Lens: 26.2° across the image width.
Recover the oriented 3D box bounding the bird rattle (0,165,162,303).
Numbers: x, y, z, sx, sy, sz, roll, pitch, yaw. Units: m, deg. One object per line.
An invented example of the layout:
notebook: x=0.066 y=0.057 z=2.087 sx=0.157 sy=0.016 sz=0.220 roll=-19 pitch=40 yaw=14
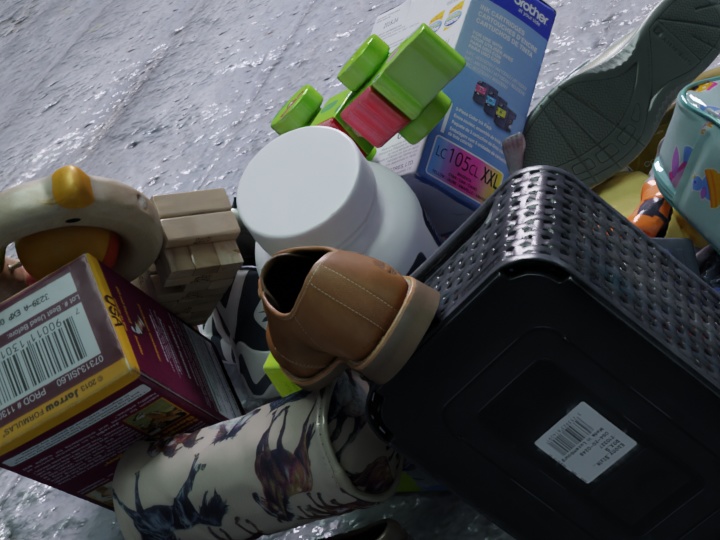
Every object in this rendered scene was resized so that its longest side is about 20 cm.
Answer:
bird rattle: x=-0.197 y=-0.002 z=0.961 sx=0.162 sy=0.200 sz=0.113 roll=-22 pitch=56 yaw=20

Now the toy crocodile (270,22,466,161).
toy crocodile: x=-0.005 y=-0.094 z=0.995 sx=0.200 sy=0.067 sz=0.062 roll=-31 pitch=22 yaw=47

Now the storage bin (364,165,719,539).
storage bin: x=0.116 y=0.063 z=0.775 sx=0.135 sy=0.200 sz=0.094 roll=-45 pitch=16 yaw=30

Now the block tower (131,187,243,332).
block tower: x=-0.141 y=0.024 z=1.062 sx=0.058 sy=0.200 sz=0.054 roll=-8 pitch=61 yaw=-30

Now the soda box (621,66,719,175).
soda box: x=0.206 y=-0.083 z=1.142 sx=0.199 sy=0.068 sz=0.064 roll=-21 pitch=26 yaw=5

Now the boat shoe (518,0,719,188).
boat shoe: x=0.177 y=-0.119 z=1.089 sx=0.202 sy=0.074 sz=0.065 roll=-46 pitch=0 yaw=-13

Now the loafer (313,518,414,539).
loafer: x=-0.052 y=0.177 z=0.883 sx=0.199 sy=0.063 sz=0.072 roll=-13 pitch=29 yaw=21

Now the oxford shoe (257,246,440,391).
oxford shoe: x=-0.022 y=0.015 z=0.788 sx=0.072 sy=0.071 sz=0.200 roll=-61 pitch=10 yaw=-14

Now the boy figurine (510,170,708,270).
boy figurine: x=0.175 y=-0.024 z=1.064 sx=0.199 sy=0.065 sz=0.125 roll=-20 pitch=32 yaw=5

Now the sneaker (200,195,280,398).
sneaker: x=-0.079 y=0.004 z=1.113 sx=0.079 sy=0.130 sz=0.199 roll=-9 pitch=14 yaw=-8

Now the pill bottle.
pill bottle: x=0.000 y=0.000 z=0.985 sx=0.111 sy=0.200 sz=0.111 roll=-13 pitch=52 yaw=18

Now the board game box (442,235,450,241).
board game box: x=0.033 y=-0.055 z=1.168 sx=0.134 sy=0.034 sz=0.201 roll=7 pitch=68 yaw=47

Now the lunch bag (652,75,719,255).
lunch bag: x=0.283 y=-0.038 z=0.902 sx=0.160 sy=0.077 sz=0.200 roll=-12 pitch=46 yaw=-33

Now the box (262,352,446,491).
box: x=0.056 y=0.076 z=0.911 sx=0.199 sy=0.122 sz=0.048 roll=-7 pitch=40 yaw=32

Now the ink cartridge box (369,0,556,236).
ink cartridge box: x=0.056 y=-0.125 z=1.089 sx=0.136 sy=0.076 sz=0.201 roll=-15 pitch=54 yaw=55

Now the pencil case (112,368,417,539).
pencil case: x=-0.061 y=0.114 z=0.897 sx=0.200 sy=0.078 sz=0.089 roll=-23 pitch=14 yaw=38

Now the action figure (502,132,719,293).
action figure: x=0.183 y=0.005 z=0.953 sx=0.199 sy=0.105 sz=0.194 roll=7 pitch=53 yaw=-20

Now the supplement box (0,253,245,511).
supplement box: x=-0.161 y=0.079 z=0.983 sx=0.110 sy=0.200 sz=0.086 roll=-29 pitch=66 yaw=7
